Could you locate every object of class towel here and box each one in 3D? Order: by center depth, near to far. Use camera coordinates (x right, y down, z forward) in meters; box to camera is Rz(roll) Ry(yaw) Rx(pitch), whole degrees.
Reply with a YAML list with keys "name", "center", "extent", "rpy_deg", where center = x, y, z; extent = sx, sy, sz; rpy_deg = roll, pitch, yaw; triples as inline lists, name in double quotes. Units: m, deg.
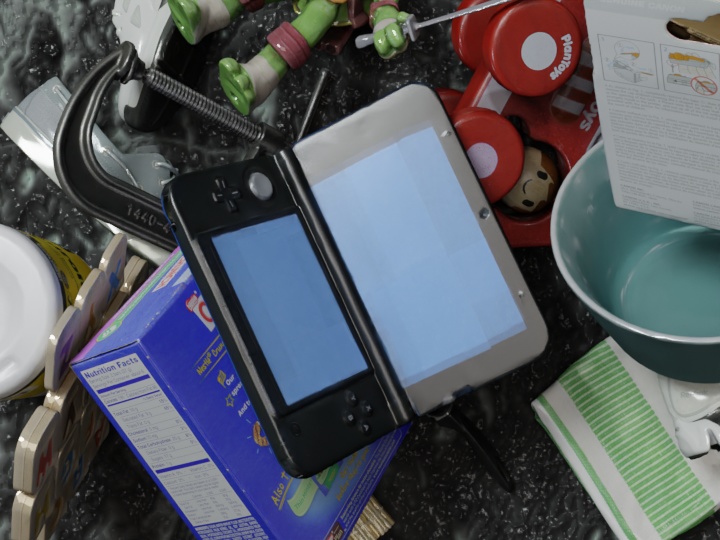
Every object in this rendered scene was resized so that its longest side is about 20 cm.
- name: "towel"
  center: [0.243, 0.100, 0.912]
  extent: [0.199, 0.023, 0.153]
  rpy_deg: [-35, 86, -2]

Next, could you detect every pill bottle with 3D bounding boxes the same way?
- name: "pill bottle"
  center: [-0.234, 0.031, 0.834]
  extent: [0.110, 0.200, 0.113]
  rpy_deg: [0, 86, 0]

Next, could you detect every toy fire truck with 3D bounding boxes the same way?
- name: "toy fire truck"
  center: [0.132, -0.103, 0.885]
  extent: [0.166, 0.112, 0.202]
  rpy_deg: [24, 100, -16]

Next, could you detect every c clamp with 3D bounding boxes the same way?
- name: "c clamp"
  center: [-0.121, -0.096, 0.876]
  extent: [0.198, 0.027, 0.173]
  rpy_deg: [19, 80, -37]

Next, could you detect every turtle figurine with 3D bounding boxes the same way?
- name: "turtle figurine"
  center: [-0.025, -0.207, 0.833]
  extent: [0.193, 0.200, 0.145]
  rpy_deg: [-36, 116, -13]

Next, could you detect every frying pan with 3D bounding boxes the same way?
- name: "frying pan"
  center: [0.052, 0.074, 0.902]
  extent: [0.031, 0.190, 0.116]
  rpy_deg: [-24, 41, 24]

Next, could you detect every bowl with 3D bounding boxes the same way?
- name: "bowl"
  center: [0.233, -0.004, 0.837]
  extent: [0.198, 0.106, 0.203]
  rpy_deg: [-8, 51, 10]

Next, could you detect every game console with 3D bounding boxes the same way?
- name: "game console"
  center: [0.000, 0.000, 0.771]
  extent: [0.118, 0.170, 0.202]
  rpy_deg: [-30, 84, 38]

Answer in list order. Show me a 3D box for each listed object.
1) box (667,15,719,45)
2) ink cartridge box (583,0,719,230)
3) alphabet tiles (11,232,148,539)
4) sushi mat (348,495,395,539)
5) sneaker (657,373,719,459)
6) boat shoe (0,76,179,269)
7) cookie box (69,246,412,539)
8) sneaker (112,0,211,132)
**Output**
- name: "box"
  center: [0.226, -0.153, 0.804]
  extent: [0.162, 0.200, 0.021]
  rpy_deg: [22, 111, -6]
- name: "ink cartridge box"
  center: [0.217, -0.096, 0.714]
  extent: [0.160, 0.201, 0.050]
  rpy_deg: [15, 59, 27]
- name: "alphabet tiles"
  center: [-0.184, 0.082, 0.824]
  extent: [0.014, 0.201, 0.197]
  rpy_deg: [17, 127, 2]
- name: "sushi mat"
  center: [-0.073, 0.141, 0.918]
  extent: [0.095, 0.012, 0.201]
  rpy_deg: [-40, 87, -1]
- name: "sneaker"
  center: [0.305, 0.059, 0.873]
  extent: [0.198, 0.075, 0.082]
  rpy_deg: [-24, 75, -3]
- name: "boat shoe"
  center: [-0.171, -0.065, 0.905]
  extent: [0.200, 0.070, 0.072]
  rpy_deg: [41, 84, 2]
- name: "cookie box"
  center: [-0.070, 0.082, 0.814]
  extent: [0.075, 0.172, 0.201]
  rpy_deg: [-19, 112, 36]
- name: "sneaker"
  center: [-0.171, -0.208, 0.925]
  extent: [0.114, 0.076, 0.203]
  rpy_deg: [14, 83, 13]
